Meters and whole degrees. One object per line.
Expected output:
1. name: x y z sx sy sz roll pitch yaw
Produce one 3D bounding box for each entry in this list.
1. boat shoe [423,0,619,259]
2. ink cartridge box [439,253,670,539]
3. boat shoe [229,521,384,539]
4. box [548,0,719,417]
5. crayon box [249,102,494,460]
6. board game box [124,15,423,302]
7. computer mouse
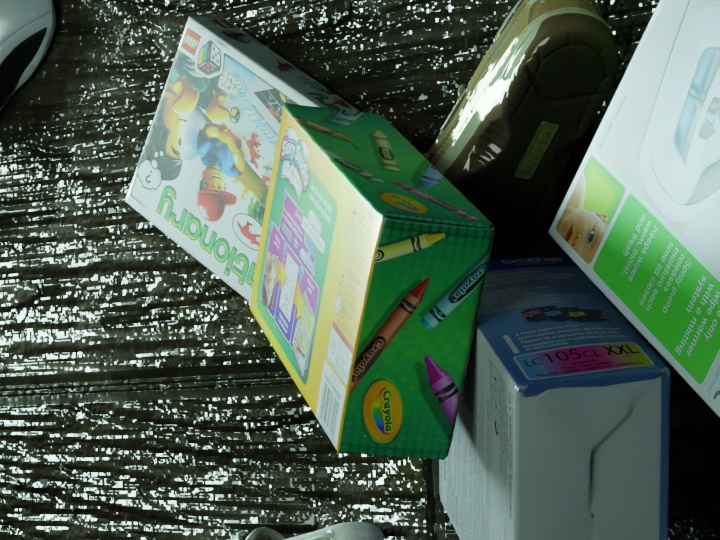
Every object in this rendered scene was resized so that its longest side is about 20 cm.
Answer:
1. boat shoe: 0.070 -0.067 1.138 0.200 0.072 0.076 -55 31 32
2. ink cartridge box: 0.085 0.076 1.058 0.200 0.076 0.137 -123 30 -68
3. boat shoe: -0.059 0.186 1.266 0.200 0.071 0.070 -23 49 44
4. box: 0.199 -0.049 0.966 0.200 0.097 0.177 -65 34 23
5. crayon box: 0.000 0.000 1.090 0.200 0.058 0.119 -127 45 -65
6. board game box: -0.047 -0.048 1.256 0.200 0.035 0.126 37 116 35
7. computer mouse: -0.271 -0.125 1.449 0.200 0.044 0.110 -51 59 31
